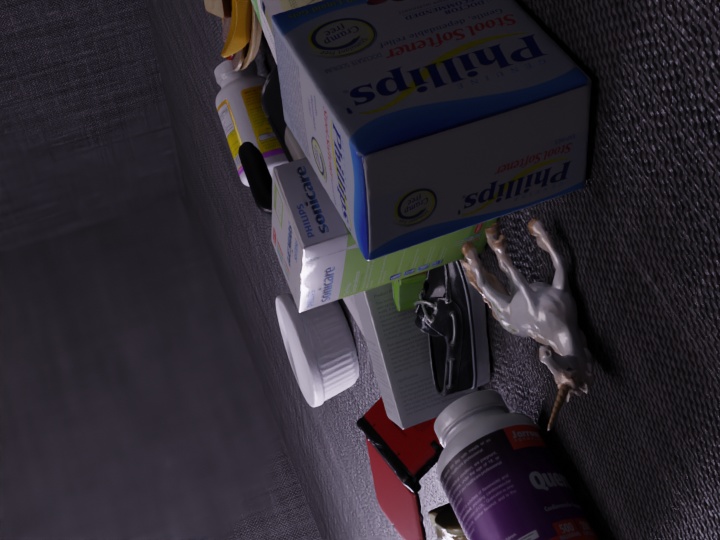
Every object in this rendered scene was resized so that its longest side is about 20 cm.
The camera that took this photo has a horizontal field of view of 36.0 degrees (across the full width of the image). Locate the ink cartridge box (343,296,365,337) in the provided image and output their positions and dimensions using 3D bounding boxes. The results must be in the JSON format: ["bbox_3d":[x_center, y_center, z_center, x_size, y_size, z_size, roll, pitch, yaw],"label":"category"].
[{"bbox_3d":[0.000,0.000,1.545,0.201,0.044,0.178,-122,18,-46],"label":"ink cartridge box"}]

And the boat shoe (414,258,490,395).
[{"bbox_3d":[0.089,0.042,1.164,0.072,0.067,0.203,-128,24,-56],"label":"boat shoe"}]

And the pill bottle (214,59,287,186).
[{"bbox_3d":[-0.179,-0.250,1.846,0.104,0.103,0.203,126,125,-75],"label":"pill bottle"}]

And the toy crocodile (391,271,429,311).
[{"bbox_3d":[0.050,-0.049,1.166,0.062,0.066,0.203,-129,34,-62],"label":"toy crocodile"}]

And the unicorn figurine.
[{"bbox_3d":[0.145,0.030,0.931,0.200,0.073,0.139,-96,-20,-82],"label":"unicorn figurine"}]

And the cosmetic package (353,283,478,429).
[{"bbox_3d":[0.057,0.064,1.258,0.071,0.100,0.203,-162,56,-75],"label":"cosmetic package"}]

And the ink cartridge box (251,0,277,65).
[{"bbox_3d":[-0.079,-0.354,1.312,0.201,0.083,0.147,102,148,-66],"label":"ink cartridge box"}]

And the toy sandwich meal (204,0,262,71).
[{"bbox_3d":[-0.210,-0.418,1.750,0.205,0.069,0.209,174,90,-68],"label":"toy sandwich meal"}]

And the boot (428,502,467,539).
[{"bbox_3d":[0.142,0.365,1.368,0.200,0.071,0.157,116,135,-79],"label":"boot"}]

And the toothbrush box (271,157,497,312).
[{"bbox_3d":[0.023,-0.053,1.021,0.146,0.197,0.087,100,149,-66],"label":"toothbrush box"}]

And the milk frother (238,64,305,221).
[{"bbox_3d":[-0.029,-0.129,1.360,0.199,0.181,0.189,22,-149,-45],"label":"milk frother"}]

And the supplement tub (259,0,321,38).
[{"bbox_3d":[-0.001,-0.206,1.038,0.145,0.143,0.202,104,146,-67],"label":"supplement tub"}]

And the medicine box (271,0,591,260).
[{"bbox_3d":[0.049,-0.129,0.843,0.201,0.180,0.104,-121,17,-45],"label":"medicine box"}]

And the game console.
[{"bbox_3d":[0.078,0.235,1.375,0.119,0.172,0.200,47,176,-21],"label":"game console"}]

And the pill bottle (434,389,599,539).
[{"bbox_3d":[0.145,0.218,1.062,0.113,0.111,0.202,90,158,-54],"label":"pill bottle"}]

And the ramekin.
[{"bbox_3d":[-0.072,0.126,1.919,0.202,0.093,0.205,161,90,-77],"label":"ramekin"}]
